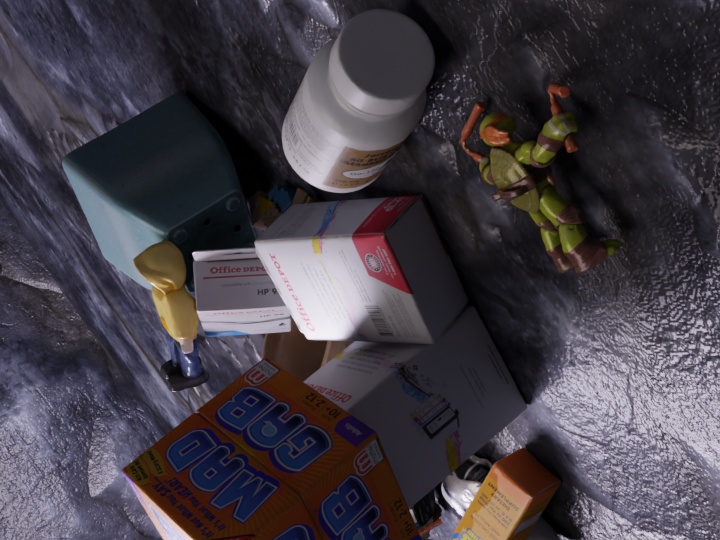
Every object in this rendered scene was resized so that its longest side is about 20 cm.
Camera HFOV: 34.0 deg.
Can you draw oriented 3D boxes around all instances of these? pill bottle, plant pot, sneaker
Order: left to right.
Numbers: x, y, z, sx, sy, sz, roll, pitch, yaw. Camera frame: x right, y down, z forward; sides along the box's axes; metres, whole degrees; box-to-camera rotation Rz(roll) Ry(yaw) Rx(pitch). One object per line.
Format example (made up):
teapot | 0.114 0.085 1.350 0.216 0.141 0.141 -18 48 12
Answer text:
plant pot | -0.245 -0.081 1.581 0.200 0.196 0.196 40 155 40
plant pot | -0.048 0.103 1.558 0.093 0.201 0.201 16 174 -27
pill bottle | -0.001 -0.158 1.106 0.114 0.114 0.200 52 158 4
sneaker | 0.049 0.276 1.487 0.200 0.073 0.112 1 -107 -66
sneaker | 0.174 0.298 1.494 0.200 0.076 0.081 34 142 37

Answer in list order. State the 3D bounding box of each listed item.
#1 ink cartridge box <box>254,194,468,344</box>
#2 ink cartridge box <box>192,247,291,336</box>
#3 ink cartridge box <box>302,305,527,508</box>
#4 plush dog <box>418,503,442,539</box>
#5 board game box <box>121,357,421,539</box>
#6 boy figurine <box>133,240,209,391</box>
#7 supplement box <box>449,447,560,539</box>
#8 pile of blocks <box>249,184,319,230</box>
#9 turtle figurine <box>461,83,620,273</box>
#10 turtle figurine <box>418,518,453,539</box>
ink cartridge box | 0.000 0.000 1.310 0.200 0.086 0.148 1 127 43
ink cartridge box | -0.145 0.029 1.460 0.200 0.116 0.067 101 165 -76
ink cartridge box | 0.052 0.149 1.338 0.147 0.200 0.145 6 129 62
plush dog | 0.050 0.311 1.705 0.200 0.160 0.172 28 128 55
board game box | -0.087 0.255 1.238 0.200 0.200 0.200 28 148 47
boy figurine | -0.238 0.058 1.496 0.124 0.064 0.200 -128 24 -51
supplement box | 0.162 0.312 1.424 0.067 0.069 0.200 41 127 27
pile of blocks | -0.072 -0.062 1.488 0.062 0.082 0.200 16 -167 -35
turtle figurine | 0.148 -0.074 0.981 0.161 0.064 0.200 54 160 -5
turtle figurine | 0.104 0.389 1.565 0.161 0.200 0.065 -42 56 36
